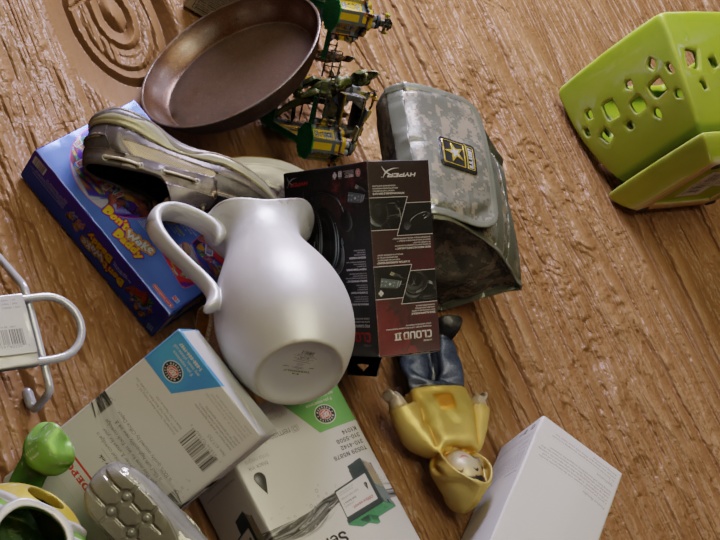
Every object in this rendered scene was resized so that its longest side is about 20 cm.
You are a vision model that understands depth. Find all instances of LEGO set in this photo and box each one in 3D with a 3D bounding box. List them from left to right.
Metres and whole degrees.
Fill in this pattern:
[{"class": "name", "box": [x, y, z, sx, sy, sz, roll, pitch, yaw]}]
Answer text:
[{"class": "LEGO set", "box": [-0.014, -0.203, 1.605, 0.116, 0.154, 0.201, 4, 97, -31]}]

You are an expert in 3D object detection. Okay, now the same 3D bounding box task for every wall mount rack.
[{"class": "wall mount rack", "box": [-0.344, 0.042, 1.311, 0.200, 0.075, 0.174, -5, 68, -36]}]

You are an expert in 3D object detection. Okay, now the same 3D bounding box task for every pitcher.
[{"class": "pitcher", "box": [-0.098, 0.017, 1.359, 0.171, 0.121, 0.200, 7, 40, -25]}]

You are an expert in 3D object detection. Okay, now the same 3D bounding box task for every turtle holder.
[{"class": "turtle holder", "box": [-0.263, 0.223, 1.196, 0.141, 0.132, 0.185, 46, 50, 2]}]

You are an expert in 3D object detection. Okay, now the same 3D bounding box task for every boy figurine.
[{"class": "boy figurine", "box": [0.078, 0.141, 1.524, 0.124, 0.064, 0.201, 11, 53, -31]}]

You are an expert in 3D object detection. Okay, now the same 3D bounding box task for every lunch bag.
[{"class": "lunch bag", "box": [0.085, -0.081, 1.581, 0.200, 0.117, 0.164, 49, 29, -55]}]

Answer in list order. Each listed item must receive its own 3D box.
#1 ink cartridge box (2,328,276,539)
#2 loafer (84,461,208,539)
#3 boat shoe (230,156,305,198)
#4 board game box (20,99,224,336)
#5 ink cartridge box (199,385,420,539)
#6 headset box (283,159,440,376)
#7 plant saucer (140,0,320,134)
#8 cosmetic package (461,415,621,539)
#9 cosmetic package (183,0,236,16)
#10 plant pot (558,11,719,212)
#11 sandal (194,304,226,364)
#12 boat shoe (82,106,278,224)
[{"class": "ink cartridge box", "box": [-0.186, 0.155, 1.297, 0.116, 0.200, 0.068, 51, 5, 7]}, {"class": "loafer", "box": [-0.142, 0.234, 1.227, 0.070, 0.070, 0.200, -36, 91, 1]}, {"class": "boat shoe", "box": [-0.067, -0.057, 1.552, 0.199, 0.071, 0.070, 16, 52, -26]}, {"class": "board game box", "box": [-0.208, -0.053, 1.475, 0.200, 0.045, 0.134, 50, 47, 5]}, {"class": "ink cartridge box", "box": [-0.047, 0.216, 1.377, 0.146, 0.084, 0.200, -18, 72, -39]}, {"class": "headset box", "box": [0.000, 0.000, 1.470, 0.077, 0.149, 0.201, -3, 91, -34]}, {"class": "plant saucer", "box": [-0.125, -0.202, 1.544, 0.035, 0.200, 0.201, 60, 34, -40]}, {"class": "cosmetic package", "box": [0.166, 0.254, 1.492, 0.108, 0.085, 0.200, 38, 48, -6]}, {"class": "cosmetic package", "box": [-0.095, -0.345, 1.634, 0.103, 0.200, 0.087, 30, 47, -14]}, {"class": "plant pot", "box": [0.390, -0.183, 1.857, 0.199, 0.200, 0.182, -6, 72, -36]}, {"class": "sandal", "box": [-0.140, 0.067, 1.418, 0.211, 0.078, 0.070, -20, 82, -35]}, {"class": "boat shoe", "box": [-0.172, -0.077, 1.445, 0.200, 0.074, 0.073, 25, 62, -10]}]
